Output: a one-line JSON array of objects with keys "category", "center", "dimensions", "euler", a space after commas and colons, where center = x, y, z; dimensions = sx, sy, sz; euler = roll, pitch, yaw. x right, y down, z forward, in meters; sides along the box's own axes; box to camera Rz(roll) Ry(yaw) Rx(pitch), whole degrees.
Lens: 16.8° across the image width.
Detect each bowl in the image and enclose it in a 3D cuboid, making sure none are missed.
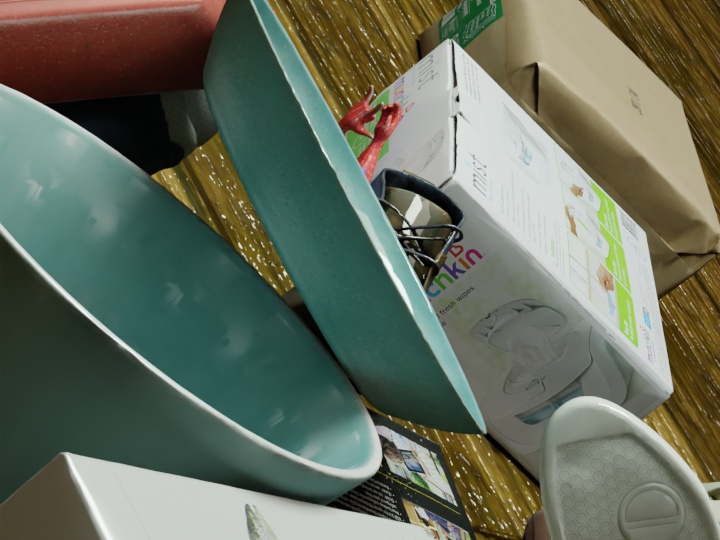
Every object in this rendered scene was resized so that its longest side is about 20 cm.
[{"category": "bowl", "center": [-0.101, 0.036, 0.830], "dimensions": [0.201, 0.105, 0.201], "euler": [41, 11, -10]}]

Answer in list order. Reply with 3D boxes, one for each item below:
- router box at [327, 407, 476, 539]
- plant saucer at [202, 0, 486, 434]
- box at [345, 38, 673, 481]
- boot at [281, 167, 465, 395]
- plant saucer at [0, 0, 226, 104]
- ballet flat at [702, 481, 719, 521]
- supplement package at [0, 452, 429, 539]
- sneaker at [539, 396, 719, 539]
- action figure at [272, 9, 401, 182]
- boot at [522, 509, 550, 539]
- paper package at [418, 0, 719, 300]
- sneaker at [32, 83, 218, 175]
[{"category": "router box", "center": [-0.021, 0.109, 0.979], "dimensions": [0.200, 0.051, 0.150], "euler": [30, 29, -44]}, {"category": "plant saucer", "center": [-0.012, -0.018, 0.941], "dimensions": [0.201, 0.036, 0.200], "euler": [62, 3, -6]}, {"category": "box", "center": [0.078, -0.010, 1.354], "dimensions": [0.176, 0.097, 0.200], "euler": [42, 21, -18]}, {"category": "boot", "center": [0.000, 0.000, 1.093], "dimensions": [0.074, 0.098, 0.200], "euler": [23, 3, 0]}, {"category": "plant saucer", "center": [-0.154, -0.163, 0.969], "dimensions": [0.198, 0.037, 0.201], "euler": [-7, 71, -23]}, {"category": "ballet flat", "center": [0.176, 0.147, 1.315], "dimensions": [0.069, 0.071, 0.200], "euler": [52, 19, 9]}, {"category": "supplement package", "center": [-0.047, 0.147, 0.751], "dimensions": [0.200, 0.117, 0.117], "euler": [19, 37, -55]}, {"category": "sneaker", "center": [0.134, 0.128, 1.073], "dimensions": [0.201, 0.070, 0.099], "euler": [55, 8, -16]}, {"category": "action figure", "center": [-0.023, -0.090, 1.289], "dimensions": [0.065, 0.099, 0.201], "euler": [27, 31, -45]}, {"category": "boot", "center": [0.128, 0.214, 1.112], "dimensions": [0.187, 0.064, 0.200], "euler": [63, 6, -10]}, {"category": "paper package", "center": [0.138, -0.094, 1.637], "dimensions": [0.190, 0.103, 0.200], "euler": [42, 21, -22]}, {"category": "sneaker", "center": [-0.133, -0.126, 1.028], "dimensions": [0.146, 0.081, 0.201], "euler": [-20, 74, -28]}]
